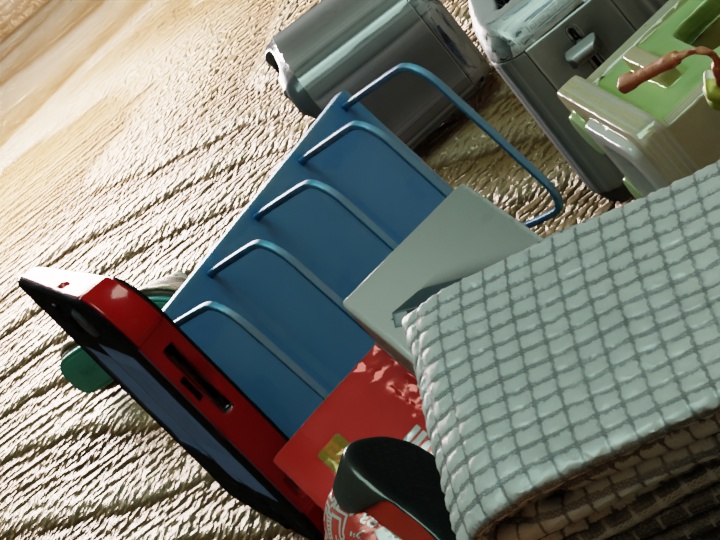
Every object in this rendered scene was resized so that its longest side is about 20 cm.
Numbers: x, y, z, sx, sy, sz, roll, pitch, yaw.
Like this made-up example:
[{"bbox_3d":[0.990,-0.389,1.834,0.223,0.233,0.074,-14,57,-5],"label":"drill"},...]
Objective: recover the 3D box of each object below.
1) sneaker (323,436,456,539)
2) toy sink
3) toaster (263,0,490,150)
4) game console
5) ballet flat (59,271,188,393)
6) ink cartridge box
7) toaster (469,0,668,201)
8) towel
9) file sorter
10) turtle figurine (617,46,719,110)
[{"bbox_3d":[0.045,0.172,0.975,0.201,0.067,0.108,44,129,43],"label":"sneaker"},{"bbox_3d":[0.183,-0.072,1.111,0.200,0.112,0.130,-43,20,1],"label":"toy sink"},{"bbox_3d":[0.012,-0.149,1.595,0.129,0.114,0.200,-40,18,4],"label":"toaster"},{"bbox_3d":[-0.105,0.075,1.242,0.031,0.200,0.177,-49,21,-17],"label":"game console"},{"bbox_3d":[-0.155,0.036,1.619,0.200,0.068,0.067,-19,24,46],"label":"ballet flat"},{"bbox_3d":[0.055,0.068,1.079,0.176,0.045,0.200,-46,42,-6],"label":"ink cartridge box"},{"bbox_3d":[0.139,-0.141,1.285,0.113,0.129,0.200,-37,21,16],"label":"toaster"},{"bbox_3d":[0.127,0.046,0.946,0.199,0.086,0.166,-27,34,11],"label":"towel"},{"bbox_3d":[0.000,0.000,1.248,0.200,0.139,0.123,-52,9,-21],"label":"file sorter"},{"bbox_3d":[0.232,-0.100,1.000,0.200,0.161,0.065,-32,23,29],"label":"turtle figurine"}]
